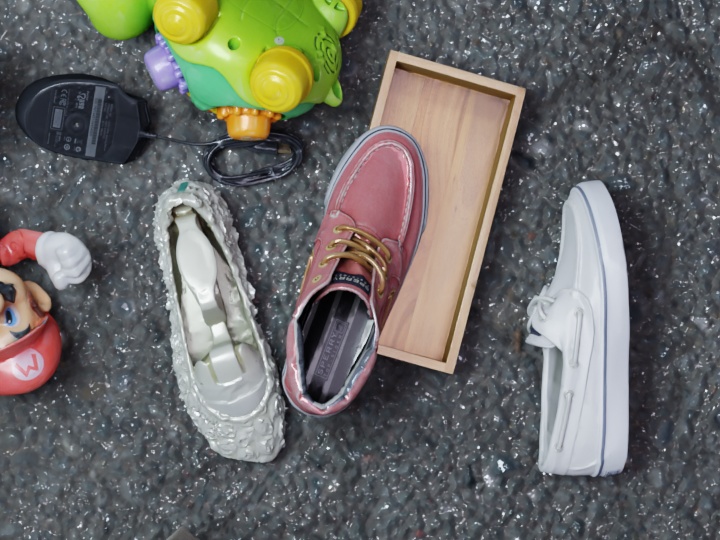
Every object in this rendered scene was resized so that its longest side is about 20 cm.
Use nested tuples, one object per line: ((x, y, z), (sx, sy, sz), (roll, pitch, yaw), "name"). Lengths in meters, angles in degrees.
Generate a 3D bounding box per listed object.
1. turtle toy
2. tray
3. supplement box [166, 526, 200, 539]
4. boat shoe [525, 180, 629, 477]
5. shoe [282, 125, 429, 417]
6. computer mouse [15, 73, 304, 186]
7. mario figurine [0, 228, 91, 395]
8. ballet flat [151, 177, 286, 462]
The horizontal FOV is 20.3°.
((-0.098, -0.163, 1.331), (0.199, 0.146, 0.101), (34, 127, -2), "turtle toy")
((0.040, -0.039, 1.378), (0.098, 0.037, 0.202), (15, 86, -3), "tray")
((-0.132, 0.238, 1.272), (0.073, 0.200, 0.126), (39, 87, 2), "supplement box")
((0.145, 0.040, 1.364), (0.065, 0.074, 0.202), (-2, 87, -9), "boat shoe")
((0.000, 0.000, 1.310), (0.071, 0.091, 0.202), (18, 87, -3), "shoe")
((-0.136, -0.096, 1.371), (0.198, 0.034, 0.059), (11, 111, -11), "computer mouse")
((-0.259, -0.012, 1.316), (0.123, 0.106, 0.201), (-34, 82, 30), "mario figurine")
((-0.100, 0.037, 1.350), (0.071, 0.072, 0.202), (-17, 90, -5), "ballet flat")
